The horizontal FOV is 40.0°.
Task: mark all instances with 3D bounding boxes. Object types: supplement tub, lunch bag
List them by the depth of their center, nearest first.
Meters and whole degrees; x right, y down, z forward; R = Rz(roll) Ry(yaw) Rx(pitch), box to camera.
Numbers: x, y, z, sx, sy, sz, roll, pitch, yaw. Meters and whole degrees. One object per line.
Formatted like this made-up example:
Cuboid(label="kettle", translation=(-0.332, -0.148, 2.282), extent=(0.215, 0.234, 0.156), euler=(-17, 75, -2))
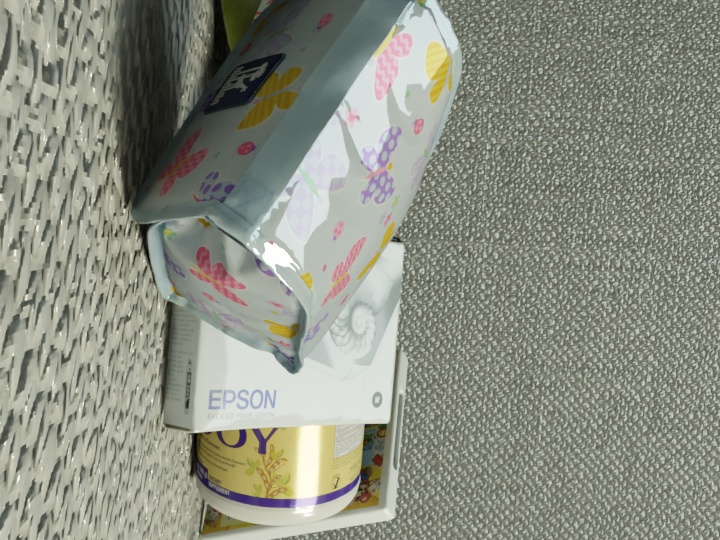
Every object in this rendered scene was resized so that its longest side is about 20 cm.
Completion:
Cuboid(label="lunch bag", translation=(-0.034, -0.057, 0.540), extent=(0.170, 0.127, 0.200), euler=(-59, 178, -17))
Cuboid(label="supplement tub", translation=(-0.066, 0.097, 0.846), extent=(0.145, 0.145, 0.200), euler=(-95, -171, -75))

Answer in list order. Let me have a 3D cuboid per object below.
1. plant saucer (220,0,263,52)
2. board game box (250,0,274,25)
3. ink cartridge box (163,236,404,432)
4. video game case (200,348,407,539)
Cuboid(label="plant saucer", translation=(-0.065, -0.203, 0.871), extent=(0.200, 0.031, 0.200), euler=(-10, 90, -73))
Cuboid(label="board game box", translation=(-0.025, -0.147, 0.835), extent=(0.152, 0.046, 0.200), euler=(-79, 152, -49))
Cuboid(label="ink cartridge box", translation=(-0.046, 0.013, 0.716), extent=(0.041, 0.200, 0.200), euler=(0, -94, 43))
Cuboid(label="video game case", translation=(-0.052, 0.172, 0.965), extent=(0.023, 0.200, 0.182), euler=(55, 30, -38))
